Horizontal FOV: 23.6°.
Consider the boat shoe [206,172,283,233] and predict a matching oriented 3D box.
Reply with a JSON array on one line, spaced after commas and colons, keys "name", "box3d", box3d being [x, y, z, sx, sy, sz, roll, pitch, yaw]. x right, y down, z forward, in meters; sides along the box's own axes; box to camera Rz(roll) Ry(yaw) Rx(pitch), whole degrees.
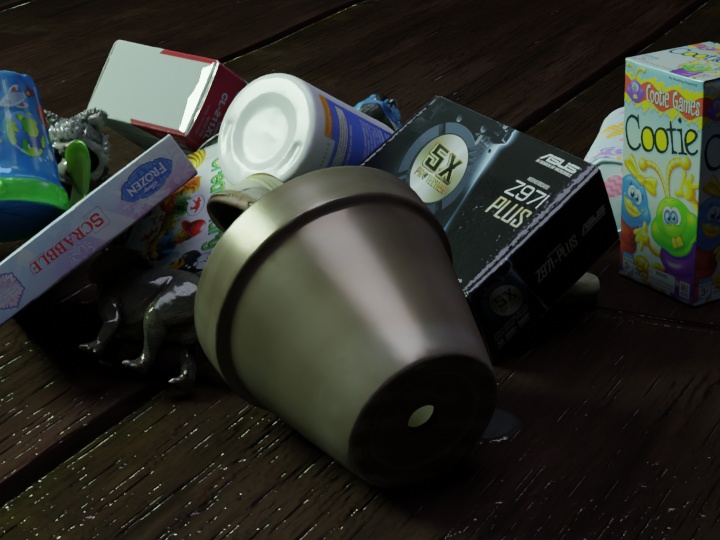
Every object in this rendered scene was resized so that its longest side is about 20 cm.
[{"name": "boat shoe", "box3d": [-0.040, -0.001, 1.409, 0.201, 0.073, 0.063, 44, 36, 13]}]

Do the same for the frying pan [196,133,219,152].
[{"name": "frying pan", "box3d": [-0.097, -0.083, 1.658, 0.114, 0.190, 0.031, -13, 61, 0]}]

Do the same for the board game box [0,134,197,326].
[{"name": "board game box", "box3d": [-0.228, -0.034, 1.420, 0.199, 0.041, 0.200, -38, 7, -5]}]

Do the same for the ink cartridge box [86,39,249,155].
[{"name": "ink cartridge box", "box3d": [-0.148, -0.141, 1.714, 0.145, 0.083, 0.200, 15, -11, 37]}]

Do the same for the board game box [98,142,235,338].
[{"name": "board game box", "box3d": [-0.160, -0.032, 1.507, 0.126, 0.035, 0.201, -21, 34, 11]}]

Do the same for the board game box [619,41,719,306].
[{"name": "board game box", "box3d": [0.300, -0.087, 1.515, 0.102, 0.201, 0.105, -13, 23, -30]}]

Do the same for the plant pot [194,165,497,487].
[{"name": "plant pot", "box3d": [0.006, 0.055, 1.221, 0.199, 0.201, 0.174, -12, 40, -26]}]

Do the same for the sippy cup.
[{"name": "sippy cup", "box3d": [-0.330, -0.104, 1.530, 0.139, 0.131, 0.178, -11, -14, 10]}]

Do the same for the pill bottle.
[{"name": "pill bottle", "box3d": [-0.027, -0.094, 1.545, 0.112, 0.113, 0.200, 16, -5, 38]}]

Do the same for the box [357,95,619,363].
[{"name": "box", "box3d": [0.087, -0.039, 1.446, 0.164, 0.086, 0.200, -42, 45, -19]}]

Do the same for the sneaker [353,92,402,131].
[{"name": "sneaker", "box3d": [0.006, -0.136, 1.706, 0.078, 0.091, 0.200, -2, -12, 0]}]

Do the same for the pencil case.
[{"name": "pencil case", "box3d": [0.264, -0.099, 1.708, 0.083, 0.091, 0.200, -9, 17, 20]}]

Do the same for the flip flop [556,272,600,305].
[{"name": "flip flop", "box3d": [0.120, -0.021, 1.524, 0.199, 0.058, 0.081, 19, 25, 26]}]

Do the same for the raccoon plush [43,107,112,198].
[{"name": "raccoon plush", "box3d": [-0.302, -0.111, 1.704, 0.096, 0.135, 0.200, -14, 24, -27]}]

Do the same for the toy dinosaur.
[{"name": "toy dinosaur", "box3d": [-0.158, 0.035, 1.356, 0.199, 0.103, 0.077, 12, -17, 33]}]
